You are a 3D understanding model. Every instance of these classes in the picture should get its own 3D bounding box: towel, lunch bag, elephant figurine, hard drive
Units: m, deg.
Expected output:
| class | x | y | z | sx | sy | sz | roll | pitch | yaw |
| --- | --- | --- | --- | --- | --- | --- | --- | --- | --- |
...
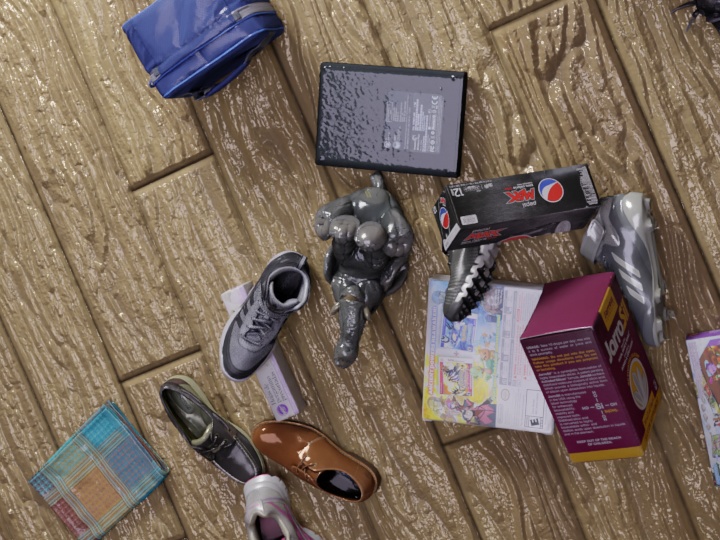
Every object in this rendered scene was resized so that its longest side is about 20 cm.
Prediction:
| class | x | y | z | sx | sy | sz | roll | pitch | yaw |
| --- | --- | --- | --- | --- | --- | --- | --- | --- | --- |
| towel | -0.397 | 0.312 | 1.957 | 0.200 | 0.022 | 0.147 | -43 | 86 | 19 |
| lunch bag | -0.211 | -0.310 | 1.731 | 0.200 | 0.136 | 0.133 | -33 | 89 | 19 |
| elephant figurine | 0.000 | 0.000 | 1.739 | 0.141 | 0.155 | 0.201 | 42 | 142 | 41 |
| hard drive | 0.039 | -0.203 | 1.733 | 0.199 | 0.033 | 0.140 | 7 | 102 | 15 |

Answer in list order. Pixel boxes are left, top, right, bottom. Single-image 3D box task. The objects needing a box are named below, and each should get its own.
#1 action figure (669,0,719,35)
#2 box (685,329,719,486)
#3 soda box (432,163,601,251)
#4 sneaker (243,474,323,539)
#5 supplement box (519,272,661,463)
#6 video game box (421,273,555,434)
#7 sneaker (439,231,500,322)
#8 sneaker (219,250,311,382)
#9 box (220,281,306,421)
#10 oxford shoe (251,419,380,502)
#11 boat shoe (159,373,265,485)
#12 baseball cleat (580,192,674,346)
| class | x | y | z | sx | sy | sz | roll | pitch | yaw |
| --- | --- | --- | --- | --- | --- | --- | --- | --- | --- |
| action figure | 0.473 | -0.341 | 1.550 | 0.119 | 0.102 | 0.200 | 48 | 153 | -24 |
| box | 0.506 | 0.170 | 1.663 | 0.136 | 0.039 | 0.201 | -10 | 97 | 18 |
| soda box | 0.197 | -0.080 | 1.631 | 0.199 | 0.071 | 0.064 | -9 | 68 | -17 |
| sneaker | -0.112 | 0.395 | 1.846 | 0.081 | 0.088 | 0.200 | -29 | 104 | 18 |
| supplement box | 0.294 | 0.123 | 1.632 | 0.103 | 0.131 | 0.200 | -11 | 117 | 32 |
| video game box | 0.178 | 0.112 | 1.743 | 0.181 | 0.047 | 0.201 | 5 | 101 | 13 |
| sneaker | 0.137 | -0.029 | 1.699 | 0.090 | 0.066 | 0.201 | 18 | 77 | 23 |
| sneaker | -0.129 | 0.061 | 1.756 | 0.075 | 0.114 | 0.200 | 30 | 83 | -8 |
| box | -0.138 | 0.114 | 1.837 | 0.039 | 0.041 | 0.201 | -23 | 94 | 17 |
| oxford shoe | -0.070 | 0.269 | 1.831 | 0.199 | 0.071 | 0.072 | 22 | 107 | 13 |
| boat shoe | -0.221 | 0.238 | 1.869 | 0.072 | 0.066 | 0.201 | -42 | 87 | 16 |
| baseball cleat | 0.343 | 0.001 | 1.673 | 0.106 | 0.070 | 0.201 | -6 | 89 | 24 |
